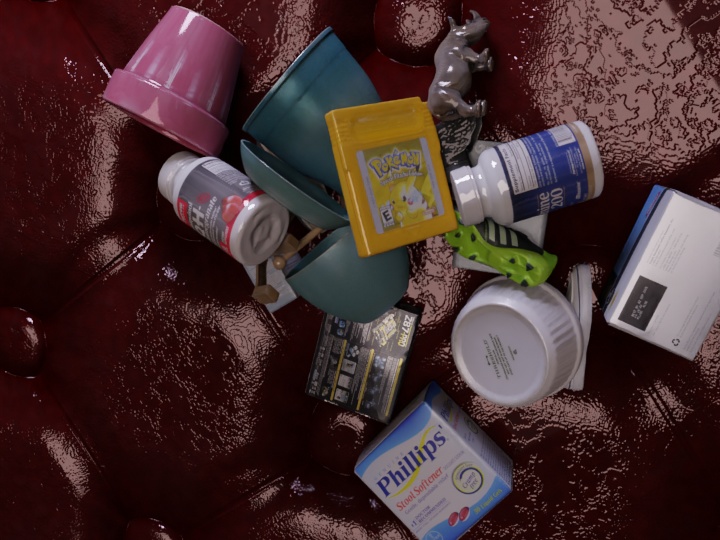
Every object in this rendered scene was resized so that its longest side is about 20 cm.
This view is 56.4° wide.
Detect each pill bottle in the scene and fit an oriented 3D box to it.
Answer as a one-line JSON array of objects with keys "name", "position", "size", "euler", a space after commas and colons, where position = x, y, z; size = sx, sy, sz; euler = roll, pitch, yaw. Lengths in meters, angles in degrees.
[{"name": "pill bottle", "position": [0.233, -0.131, 0.958], "size": [0.196, 0.111, 0.113], "euler": [-17, 97, 5]}, {"name": "pill bottle", "position": [-0.210, -0.101, 1.005], "size": [0.198, 0.110, 0.112], "euler": [32, 108, 27]}]

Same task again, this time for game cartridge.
[{"name": "game cartridge", "position": [0.049, -0.137, 0.956], "size": [0.032, 0.174, 0.204], "euler": [-5, 101, 57]}]

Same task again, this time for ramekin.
[{"name": "ramekin", "position": [0.229, 0.113, 1.024], "size": [0.199, 0.094, 0.207], "euler": [11, 110, 33]}]

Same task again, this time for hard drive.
[{"name": "hard drive", "position": [0.224, -0.098, 1.052], "size": [0.137, 0.033, 0.205], "euler": [8, 102, 13]}]

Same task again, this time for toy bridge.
[{"name": "toy bridge", "position": [-0.126, -0.040, 1.041], "size": [0.066, 0.203, 0.027], "euler": [-10, 141, 40]}]

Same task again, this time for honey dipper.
[{"name": "honey dipper", "position": [-0.061, -0.069, 1.078], "size": [0.200, 0.038, 0.038], "euler": [-43, 89, -12]}]

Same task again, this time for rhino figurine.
[{"name": "rhino figurine", "position": [0.149, -0.305, 0.986], "size": [0.086, 0.060, 0.204], "euler": [4, 68, 21]}]

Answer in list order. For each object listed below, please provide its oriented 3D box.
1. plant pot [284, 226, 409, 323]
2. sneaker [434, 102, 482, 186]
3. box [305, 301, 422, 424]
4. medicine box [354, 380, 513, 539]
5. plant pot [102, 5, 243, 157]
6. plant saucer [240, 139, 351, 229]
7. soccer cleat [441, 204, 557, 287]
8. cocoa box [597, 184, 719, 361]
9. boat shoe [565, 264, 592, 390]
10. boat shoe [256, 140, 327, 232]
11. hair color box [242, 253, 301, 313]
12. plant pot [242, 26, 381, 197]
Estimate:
[{"name": "plant pot", "position": [0.000, 0.000, 1.039], "size": [0.199, 0.200, 0.135], "euler": [-37, 98, 17]}, {"name": "sneaker", "position": [0.105, -0.176, 1.046], "size": [0.197, 0.060, 0.106], "euler": [-18, 87, 30]}, {"name": "box", "position": [0.004, 0.139, 1.144], "size": [0.158, 0.049, 0.204], "euler": [17, 104, 13]}, {"name": "medicine box", "position": [0.123, 0.327, 1.122], "size": [0.200, 0.103, 0.182], "euler": [44, 107, 2]}, {"name": "plant pot", "position": [-0.280, -0.303, 1.068], "size": [0.197, 0.200, 0.182], "euler": [27, 91, 8]}, {"name": "plant saucer", "position": [-0.097, -0.115, 0.964], "size": [0.199, 0.200, 0.036], "euler": [37, 99, 5]}, {"name": "soccer cleat", "position": [0.204, -0.042, 1.019], "size": [0.199, 0.080, 0.068], "euler": [35, 130, 27]}, {"name": "cocoa box", "position": [0.447, -0.002, 0.962], "size": [0.131, 0.131, 0.203], "euler": [24, 105, 8]}, {"name": "boat shoe", "position": [0.319, 0.091, 1.042], "size": [0.065, 0.074, 0.205], "euler": [3, 101, 13]}, {"name": "boat shoe", "position": [-0.111, -0.153, 1.121], "size": [0.066, 0.057, 0.202], "euler": [-32, 96, -18]}, {"name": "hair color box", "position": [-0.161, -0.041, 1.125], "size": [0.060, 0.099, 0.203], "euler": [-28, 93, 18]}, {"name": "plant pot", "position": [-0.045, -0.224, 1.020], "size": [0.188, 0.201, 0.200], "euler": [42, 108, -11]}]
